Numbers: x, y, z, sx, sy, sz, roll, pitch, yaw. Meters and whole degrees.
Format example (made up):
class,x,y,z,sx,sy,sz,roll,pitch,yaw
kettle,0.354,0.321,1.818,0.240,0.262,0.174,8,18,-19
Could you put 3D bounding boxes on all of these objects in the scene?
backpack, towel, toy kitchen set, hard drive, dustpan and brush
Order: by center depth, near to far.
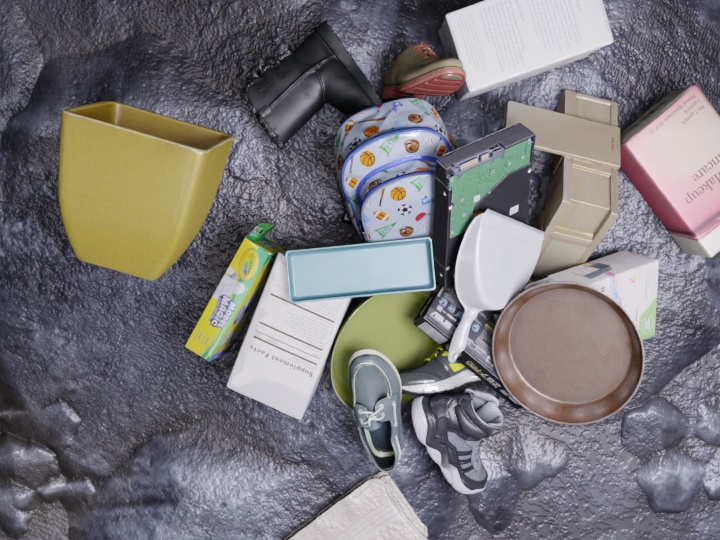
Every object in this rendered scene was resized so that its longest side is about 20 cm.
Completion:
class,x,y,z,sx,sy,sz,roll,pitch,yaw
hard drive,0.158,-0.082,1.176,0.138,0.038,0.202,-26,139,-21
dustpan and brush,0.162,0.029,1.187,0.138,0.057,0.204,16,89,-41
backpack,0.051,-0.130,1.212,0.197,0.155,0.192,-22,131,3
toy kitchen set,0.258,-0.129,1.274,0.160,0.181,0.203,13,56,-3
towel,-0.006,0.406,1.353,0.199,0.034,0.133,-37,93,5

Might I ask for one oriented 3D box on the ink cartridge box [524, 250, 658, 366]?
class,x,y,z,sx,sy,sz,roll,pitch,yaw
ink cartridge box,0.319,0.055,1.235,0.197,0.067,0.119,-16,113,-30

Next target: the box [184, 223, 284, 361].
class,x,y,z,sx,sy,sz,roll,pitch,yaw
box,-0.169,0.026,1.275,0.048,0.117,0.202,28,96,4

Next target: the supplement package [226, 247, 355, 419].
class,x,y,z,sx,sy,sz,roll,pitch,yaw
supplement package,-0.093,0.086,1.277,0.118,0.121,0.203,23,96,1

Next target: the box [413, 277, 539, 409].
class,x,y,z,sx,sy,sz,roll,pitch,yaw
box,0.194,0.070,1.267,0.199,0.049,0.162,38,67,-6

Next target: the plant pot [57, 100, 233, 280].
class,x,y,z,sx,sy,sz,roll,pitch,yaw
plant pot,-0.304,-0.105,1.237,0.191,0.196,0.203,16,105,0

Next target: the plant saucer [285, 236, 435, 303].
class,x,y,z,sx,sy,sz,roll,pitch,yaw
plant saucer,0.000,0.000,1.197,0.196,0.019,0.071,-5,90,1

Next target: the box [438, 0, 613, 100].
class,x,y,z,sx,sy,sz,roll,pitch,yaw
box,0.217,-0.318,1.214,0.197,0.152,0.108,-19,95,2

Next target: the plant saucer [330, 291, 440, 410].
class,x,y,z,sx,sy,sz,roll,pitch,yaw
plant saucer,0.036,0.109,1.280,0.197,0.031,0.203,-15,120,-27

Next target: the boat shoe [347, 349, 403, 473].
class,x,y,z,sx,sy,sz,roll,pitch,yaw
boat shoe,0.025,0.197,1.241,0.071,0.062,0.203,-7,126,6

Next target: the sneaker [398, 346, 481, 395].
class,x,y,z,sx,sy,sz,roll,pitch,yaw
sneaker,0.133,0.126,1.301,0.197,0.074,0.086,-13,85,-16

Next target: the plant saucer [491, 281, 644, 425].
class,x,y,z,sx,sy,sz,roll,pitch,yaw
plant saucer,0.273,0.105,1.179,0.197,0.034,0.204,8,112,20

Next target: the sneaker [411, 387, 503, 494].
class,x,y,z,sx,sy,sz,roll,pitch,yaw
sneaker,0.160,0.242,1.273,0.112,0.076,0.201,-22,125,22

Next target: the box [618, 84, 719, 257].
class,x,y,z,sx,sy,sz,roll,pitch,yaw
box,0.460,-0.137,1.249,0.127,0.109,0.201,-39,93,4

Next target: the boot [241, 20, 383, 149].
class,x,y,z,sx,sy,sz,roll,pitch,yaw
boot,-0.063,-0.235,1.269,0.162,0.073,0.199,-37,87,2

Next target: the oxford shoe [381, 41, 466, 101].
class,x,y,z,sx,sy,sz,roll,pitch,yaw
oxford shoe,0.079,-0.272,1.203,0.069,0.199,0.076,3,92,-25
